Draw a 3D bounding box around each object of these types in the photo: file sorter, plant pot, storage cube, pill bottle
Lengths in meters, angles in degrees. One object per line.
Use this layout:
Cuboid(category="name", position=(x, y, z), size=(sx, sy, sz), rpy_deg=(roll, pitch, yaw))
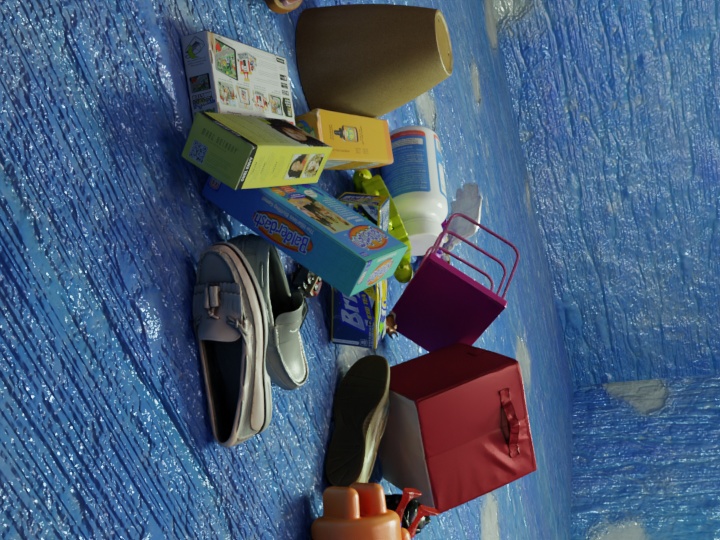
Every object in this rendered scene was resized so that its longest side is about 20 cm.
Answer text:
Cuboid(category="file sorter", position=(0.150, 0.029, 1.336), size=(0.126, 0.137, 0.201), rpy_deg=(-59, 180, -38))
Cuboid(category="plant pot", position=(0.030, -0.313, 1.220), size=(0.186, 0.196, 0.191), rpy_deg=(-8, 90, -68))
Cuboid(category="storage cube", position=(0.130, 0.225, 1.226), size=(0.199, 0.176, 0.175), rpy_deg=(12, -64, 65))
Cuboid(category="pill bottle", position=(0.092, -0.135, 1.425), size=(0.112, 0.110, 0.204), rpy_deg=(45, 37, -58))

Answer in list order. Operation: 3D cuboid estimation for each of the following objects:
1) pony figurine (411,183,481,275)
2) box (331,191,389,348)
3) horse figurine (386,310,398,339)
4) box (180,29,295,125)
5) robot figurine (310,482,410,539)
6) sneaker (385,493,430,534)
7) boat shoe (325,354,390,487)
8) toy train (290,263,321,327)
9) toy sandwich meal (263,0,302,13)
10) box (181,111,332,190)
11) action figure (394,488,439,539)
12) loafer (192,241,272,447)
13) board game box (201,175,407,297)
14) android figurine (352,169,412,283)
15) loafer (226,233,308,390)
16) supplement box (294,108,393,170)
Cuboid(category="pony figurine", position=(0.144, -0.055, 1.534), size=(0.200, 0.162, 0.198), rpy_deg=(70, 17, -78))
Cuboid(category="box", position=(0.000, 0.000, 1.141), size=(0.064, 0.068, 0.205), rpy_deg=(-47, 140, -68))
Cuboid(category="horse figurine", position=(0.008, -0.003, 1.259), size=(0.201, 0.049, 0.135), rpy_deg=(63, 21, -47))
Cuboid(category="box", position=(-0.134, -0.204, 0.964), size=(0.199, 0.034, 0.113), rpy_deg=(-13, 96, -70))
Cuboid(category="robot figurine", position=(-0.003, 0.365, 1.006), size=(0.144, 0.114, 0.205), rpy_deg=(17, 66, -70))
Cuboid(category="sneaker", position=(0.043, 0.348, 1.171), size=(0.199, 0.086, 0.078), rpy_deg=(10, 73, -68))
Cuboid(category="boat shoe", position=(0.002, 0.213, 1.139), size=(0.064, 0.071, 0.204), rpy_deg=(68, 27, -49))
Cuboid(category="toy train", position=(-0.066, 0.012, 1.073), size=(0.201, 0.033, 0.047), rpy_deg=(-69, 148, -52))
Cuboid(category="toy sandwich meal", position=(-0.116, -0.431, 1.045), size=(0.205, 0.069, 0.210), rpy_deg=(-8, 90, -70))
Cuboid(category="box", position=(-0.104, -0.128, 0.886), size=(0.051, 0.074, 0.199), rpy_deg=(-63, 166, 17))
Cuboid(category="action figure", position=(0.057, 0.399, 1.111), size=(0.098, 0.065, 0.203), rpy_deg=(22, 98, -37))
Cuboid(category="loafer", position=(-0.132, 0.076, 0.829), size=(0.063, 0.070, 0.205), rpy_deg=(-27, 111, -61))
Cuboid(category="board game box", position=(-0.057, -0.054, 0.917), size=(0.046, 0.198, 0.152), rpy_deg=(-60, 166, 17))
Cuboid(category="android figurine", position=(0.037, -0.071, 1.274), size=(0.200, 0.040, 0.185), rpy_deg=(69, -3, -81))
Cuboid(category="loafer", position=(-0.095, 0.051, 0.929), size=(0.070, 0.068, 0.203), rpy_deg=(-67, 144, -51))
Cuboid(category="supplement box", position=(-0.028, -0.179, 1.161), size=(0.199, 0.067, 0.068), rpy_deg=(-8, 90, -62))
